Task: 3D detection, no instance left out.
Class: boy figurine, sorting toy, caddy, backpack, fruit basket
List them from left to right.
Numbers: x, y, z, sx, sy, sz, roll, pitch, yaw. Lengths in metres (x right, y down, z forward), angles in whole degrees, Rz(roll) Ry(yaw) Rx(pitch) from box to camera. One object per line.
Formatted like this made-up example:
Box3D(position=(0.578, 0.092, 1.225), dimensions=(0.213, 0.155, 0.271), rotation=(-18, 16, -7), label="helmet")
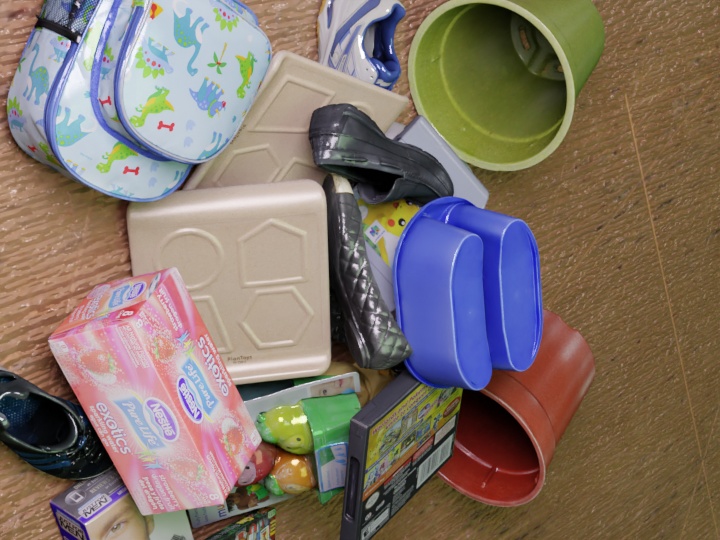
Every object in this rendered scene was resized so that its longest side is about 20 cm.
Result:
Box3D(position=(-0.186, -0.160, 1.072), dimensions=(0.183, 0.147, 0.200), rotation=(28, 88, -48), label="backpack")
Box3D(position=(-0.124, 0.014, 1.239), dimensions=(0.185, 0.036, 0.200), rotation=(-6, 114, -9), label="sorting toy")
Box3D(position=(-0.089, 0.193, 1.336), dimensions=(0.200, 0.094, 0.185), rotation=(-19, 137, -15), label="fruit basket")
Box3D(position=(-0.067, -0.124, 1.265), dimensions=(0.200, 0.036, 0.185), rotation=(10, 126, -49), label="sorting toy")
Box3D(position=(0.005, 0.148, 1.456), dimensions=(0.200, 0.064, 0.124), rotation=(21, 82, -63), label="boy figurine")
Box3D(position=(0.102, 0.026, 1.297), dimensions=(0.141, 0.105, 0.200), rotation=(-17, 109, -37), label="caddy")

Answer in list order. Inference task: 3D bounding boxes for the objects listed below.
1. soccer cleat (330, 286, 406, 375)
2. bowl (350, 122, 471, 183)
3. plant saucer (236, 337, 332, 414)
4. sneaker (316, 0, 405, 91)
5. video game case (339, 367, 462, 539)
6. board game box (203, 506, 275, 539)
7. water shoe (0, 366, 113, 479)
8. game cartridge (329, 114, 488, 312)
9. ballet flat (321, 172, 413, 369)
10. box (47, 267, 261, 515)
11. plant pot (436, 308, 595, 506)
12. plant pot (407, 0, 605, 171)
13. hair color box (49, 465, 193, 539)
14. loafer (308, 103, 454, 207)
Box3D(position=(0.019, 0.052, 1.413), dimensions=(0.200, 0.068, 0.073), rotation=(35, 35, -32), label="soccer cleat")
Box3D(position=(0.050, -0.058, 1.447), dimensions=(0.200, 0.075, 0.200), rotation=(16, 93, -51), label="bowl")
Box3D(position=(-0.093, 0.095, 1.379), dimensions=(0.200, 0.036, 0.200), rotation=(-22, 122, -42), label="plant saucer")
Box3D(position=(-0.005, -0.189, 1.313), dimensions=(0.075, 0.088, 0.200), rotation=(-16, 119, -47), label="sneaker")
Box3D(position=(0.048, 0.179, 1.372), dimensions=(0.200, 0.025, 0.181), rotation=(-37, 142, -44), label="video game case")
Box3D(position=(-0.138, 0.324, 1.368), dimensions=(0.200, 0.023, 0.105), rotation=(-11, 106, -71), label="board game box")
Box3D(position=(-0.276, 0.151, 1.158), dimensions=(0.200, 0.079, 0.072), rotation=(39, 77, -50), label="water shoe")
Box3D(position=(0.041, -0.049, 1.347), dimensions=(0.133, 0.040, 0.200), rotation=(48, 72, -18), label="game cartridge")
Box3D(position=(0.000, 0.000, 1.268), dimensions=(0.057, 0.066, 0.200), rotation=(-13, 87, -18), label="ballet flat")
Box3D(position=(-0.184, 0.112, 1.172), dimensions=(0.200, 0.095, 0.103), rotation=(67, 27, -21), label="box")
Box3D(position=(0.188, 0.158, 1.623), dimensions=(0.195, 0.201, 0.201), rotation=(-44, 135, -39), label="plant pot")
Box3D(position=(0.186, -0.239, 1.454), dimensions=(0.190, 0.200, 0.200), rotation=(-40, 134, -47), label="plant pot")
Box3D(position=(-0.226, 0.284, 1.289), dimensions=(0.109, 0.065, 0.200), rotation=(-35, 129, -34), label="hair color box")
Box3D(position=(0.020, -0.095, 1.259), dimensions=(0.200, 0.068, 0.070), rotation=(27, 65, -46), label="loafer")
